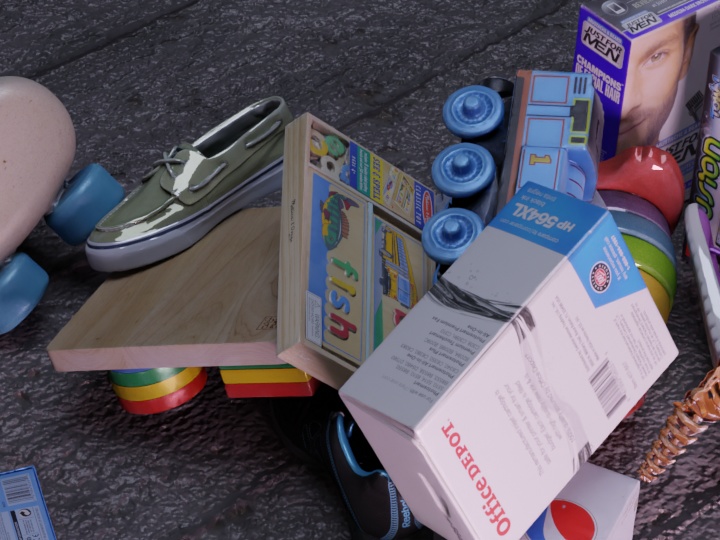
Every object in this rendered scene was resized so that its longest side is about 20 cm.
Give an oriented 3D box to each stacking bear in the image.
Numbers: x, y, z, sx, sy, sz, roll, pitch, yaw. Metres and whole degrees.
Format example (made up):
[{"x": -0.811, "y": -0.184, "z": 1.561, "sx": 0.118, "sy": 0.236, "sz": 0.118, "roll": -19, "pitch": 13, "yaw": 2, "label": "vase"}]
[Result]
[{"x": 0.180, "y": 0.023, "z": 1.709, "sx": 0.121, "sy": 0.114, "sz": 0.201, "roll": -8, "pitch": 49, "yaw": 22, "label": "stacking bear"}]

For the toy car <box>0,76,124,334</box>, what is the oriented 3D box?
[{"x": -0.315, "y": -0.065, "z": 1.786, "sx": 0.177, "sy": 0.184, "sz": 0.200, "roll": -51, "pitch": 16, "yaw": -16, "label": "toy car"}]

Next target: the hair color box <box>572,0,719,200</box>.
[{"x": 0.222, "y": -0.132, "z": 1.816, "sx": 0.109, "sy": 0.201, "sz": 0.065, "roll": -26, "pitch": 47, "yaw": -29, "label": "hair color box"}]

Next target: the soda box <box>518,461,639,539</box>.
[{"x": 0.118, "y": 0.212, "z": 1.519, "sx": 0.068, "sy": 0.064, "sz": 0.200, "roll": 18, "pitch": 44, "yaw": 19, "label": "soda box"}]

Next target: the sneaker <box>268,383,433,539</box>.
[{"x": -0.004, "y": 0.113, "z": 1.615, "sx": 0.073, "sy": 0.082, "sz": 0.200, "roll": -20, "pitch": 44, "yaw": -20, "label": "sneaker"}]

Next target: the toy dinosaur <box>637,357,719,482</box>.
[{"x": 0.287, "y": 0.092, "z": 1.607, "sx": 0.199, "sy": 0.102, "sz": 0.136, "roll": -32, "pitch": 84, "yaw": 13, "label": "toy dinosaur"}]

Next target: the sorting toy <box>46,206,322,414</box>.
[{"x": -0.092, "y": 0.031, "z": 1.673, "sx": 0.198, "sy": 0.070, "sz": 0.200, "roll": -3, "pitch": 29, "yaw": 27, "label": "sorting toy"}]

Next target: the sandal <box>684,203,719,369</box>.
[{"x": 0.282, "y": 0.037, "z": 1.715, "sx": 0.049, "sy": 0.083, "sz": 0.204, "roll": -12, "pitch": 54, "yaw": 5, "label": "sandal"}]

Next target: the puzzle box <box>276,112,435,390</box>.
[{"x": 0.000, "y": 0.000, "z": 1.605, "sx": 0.133, "sy": 0.025, "sz": 0.201, "roll": 30, "pitch": 45, "yaw": -35, "label": "puzzle box"}]

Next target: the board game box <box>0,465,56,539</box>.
[{"x": -0.296, "y": 0.212, "z": 1.522, "sx": 0.199, "sy": 0.037, "sz": 0.152, "roll": -11, "pitch": 42, "yaw": -15, "label": "board game box"}]

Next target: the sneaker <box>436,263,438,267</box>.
[{"x": 0.006, "y": -0.008, "z": 1.755, "sx": 0.199, "sy": 0.082, "sz": 0.074, "roll": 18, "pitch": 42, "yaw": 17, "label": "sneaker"}]

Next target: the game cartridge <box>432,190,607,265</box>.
[{"x": 0.128, "y": 0.008, "z": 1.652, "sx": 0.132, "sy": 0.042, "sz": 0.201, "roll": -16, "pitch": 53, "yaw": 3, "label": "game cartridge"}]

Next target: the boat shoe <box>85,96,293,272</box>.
[{"x": -0.129, "y": -0.067, "z": 1.737, "sx": 0.199, "sy": 0.062, "sz": 0.072, "roll": -33, "pitch": 29, "yaw": -28, "label": "boat shoe"}]

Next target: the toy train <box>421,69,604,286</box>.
[{"x": 0.110, "y": -0.052, "z": 1.627, "sx": 0.113, "sy": 0.087, "sz": 0.201, "roll": 2, "pitch": 57, "yaw": 13, "label": "toy train"}]

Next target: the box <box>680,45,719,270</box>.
[{"x": 0.303, "y": -0.066, "z": 1.743, "sx": 0.035, "sy": 0.201, "sz": 0.110, "roll": -26, "pitch": 48, "yaw": -29, "label": "box"}]

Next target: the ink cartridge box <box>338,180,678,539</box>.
[{"x": 0.098, "y": 0.066, "z": 1.499, "sx": 0.200, "sy": 0.146, "sz": 0.084, "roll": -46, "pitch": 42, "yaw": -18, "label": "ink cartridge box"}]
